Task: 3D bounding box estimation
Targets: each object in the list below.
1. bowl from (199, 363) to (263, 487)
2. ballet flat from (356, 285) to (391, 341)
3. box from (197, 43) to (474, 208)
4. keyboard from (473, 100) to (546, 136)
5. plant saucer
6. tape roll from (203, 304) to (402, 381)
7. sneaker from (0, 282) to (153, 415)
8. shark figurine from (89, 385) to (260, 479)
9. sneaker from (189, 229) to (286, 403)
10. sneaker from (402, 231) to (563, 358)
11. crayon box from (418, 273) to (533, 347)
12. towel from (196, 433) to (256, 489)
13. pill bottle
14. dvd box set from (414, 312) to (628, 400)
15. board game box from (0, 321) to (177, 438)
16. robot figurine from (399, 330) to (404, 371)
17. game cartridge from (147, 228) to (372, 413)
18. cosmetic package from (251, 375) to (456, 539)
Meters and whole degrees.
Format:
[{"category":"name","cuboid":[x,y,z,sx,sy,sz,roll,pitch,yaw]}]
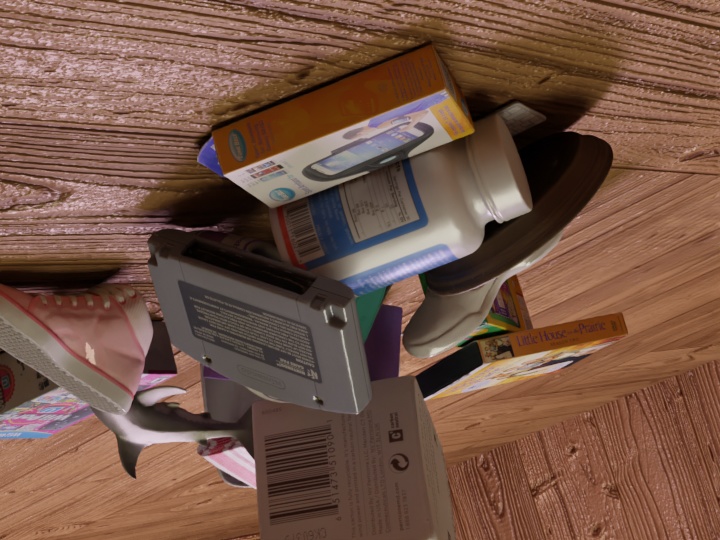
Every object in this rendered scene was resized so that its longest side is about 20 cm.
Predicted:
[{"category":"bowl","cuboid":[-0.075,0.132,1.651,0.197,0.203,0.075,-7,-161,-2]},{"category":"ballet flat","cuboid":[0.008,-0.009,1.357,0.067,0.064,0.201,27,95,-44]},{"category":"box","cuboid":[-0.020,-0.099,1.105,0.198,0.042,0.119,-22,166,11]},{"category":"keyboard","cuboid":[0.064,-0.097,1.275,0.198,0.011,0.056,-25,164,28]},{"category":"plant saucer","cuboid":[0.130,-0.055,1.278,0.199,0.030,0.200,-37,-163,13]},{"category":"tape roll","cuboid":[-0.057,0.073,1.487,0.197,0.086,0.200,3,176,0]},{"category":"sneaker","cuboid":[-0.260,0.039,1.314,0.075,0.106,0.200,4,152,41]},{"category":"shark figurine","cuboid":[-0.197,0.165,1.468,0.212,0.091,0.128,20,154,-30]},{"category":"sneaker","cuboid":[-0.073,0.049,1.293,0.113,0.073,0.201,3,140,39]},{"category":"sneaker","cuboid":[0.100,-0.009,1.412,0.200,0.089,0.075,-46,-150,-10]},{"category":"crayon box","cuboid":[0.120,0.019,1.562,0.058,0.120,0.200,-21,165,18]},{"category":"towel","cuboid":[-0.054,0.184,1.555,0.198,0.030,0.146,-16,150,18]},{"category":"pill bottle","cuboid":[0.035,-0.052,1.202,0.198,0.114,0.112,-20,166,14]},{"category":"dvd box set","cuboid":[0.171,0.094,1.596,0.198,0.030,0.146,-9,164,-32]},{"category":"board game box","cuboid":[-0.312,0.114,1.533,0.198,0.065,0.147,-24,163,28]},{"category":"robot figurine","cuboid":[-0.034,0.120,1.783,0.198,0.113,0.170,-24,-155,29]},{"category":"game cartridge","cuboid":[-0.081,0.046,1.213,0.042,0.198,0.134,-52,146,-33]},{"category":"cosmetic package","cuboid":[-0.001,0.225,1.435,0.163,0.167,0.200,-10,153,7]}]
